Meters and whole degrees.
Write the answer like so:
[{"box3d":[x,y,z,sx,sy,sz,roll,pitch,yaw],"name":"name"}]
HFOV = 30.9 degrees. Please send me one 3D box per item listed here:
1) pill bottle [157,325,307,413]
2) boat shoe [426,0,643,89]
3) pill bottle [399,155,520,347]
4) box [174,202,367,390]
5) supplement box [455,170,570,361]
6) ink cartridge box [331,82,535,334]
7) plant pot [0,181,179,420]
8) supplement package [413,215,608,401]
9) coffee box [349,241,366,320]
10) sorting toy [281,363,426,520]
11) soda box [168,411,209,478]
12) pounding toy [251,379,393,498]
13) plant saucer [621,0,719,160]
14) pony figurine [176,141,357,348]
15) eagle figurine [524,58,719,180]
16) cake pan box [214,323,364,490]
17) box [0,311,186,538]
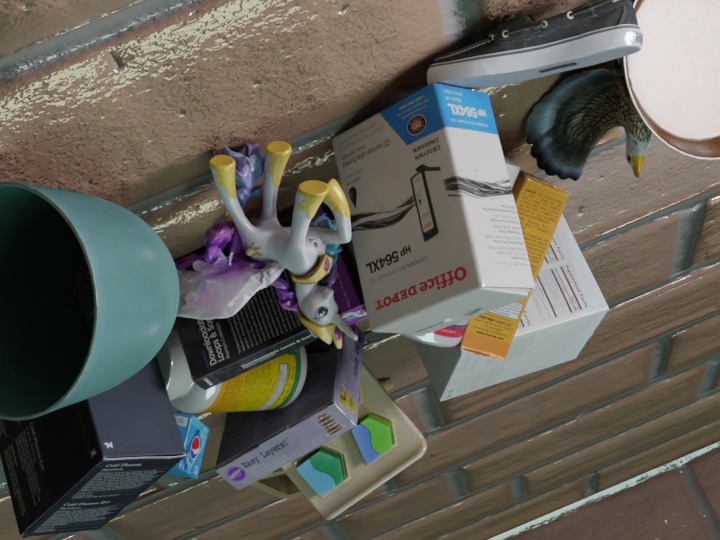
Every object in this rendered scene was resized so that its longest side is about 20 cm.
[{"box3d":[-0.168,0.109,1.512,0.200,0.113,0.113,4,145,-46],"name":"pill bottle"},{"box3d":[0.156,-0.209,1.192,0.199,0.057,0.069,-10,176,14],"name":"boat shoe"},{"box3d":[0.086,-0.033,1.349,0.119,0.119,0.201,8,110,-50],"name":"pill bottle"},{"box3d":[-0.099,0.021,1.346,0.199,0.143,0.036,-23,150,2],"name":"box"},{"box3d":[0.154,-0.008,1.410,0.069,0.067,0.201,15,100,-25],"name":"supplement box"},{"box3d":[0.066,-0.054,1.231,0.146,0.201,0.084,-24,161,40],"name":"ink cartridge box"},{"box3d":[-0.258,0.021,1.156,0.200,0.201,0.161,-35,166,27],"name":"plant pot"},{"box3d":[0.174,0.044,1.633,0.199,0.151,0.152,-15,155,-16],"name":"supplement package"},{"box3d":[0.000,0.000,1.471,0.199,0.080,0.114,-17,156,-15],"name":"coffee box"},{"box3d":[-0.039,0.213,1.733,0.185,0.200,0.036,-37,-176,15],"name":"sorting toy"},{"box3d":[-0.285,0.191,1.520,0.199,0.064,0.068,8,162,15],"name":"soda box"},{"box3d":[-0.057,0.229,1.877,0.199,0.143,0.184,-16,158,12],"name":"pounding toy"},{"box3d":[0.329,-0.206,1.240,0.200,0.201,0.034,-15,-170,-18],"name":"plant saucer"},{"box3d":[-0.089,-0.023,1.242,0.167,0.193,0.201,-49,146,-42],"name":"pony figurine"},{"box3d":[0.275,-0.167,1.349,0.151,0.151,0.200,32,169,-16],"name":"eagle figurine"},{"box3d":[-0.089,0.164,1.625,0.200,0.184,0.052,-32,114,20],"name":"cake pan box"},{"box3d":[-0.296,0.149,1.369,0.104,0.201,0.182,3,146,-43],"name":"box"}]
